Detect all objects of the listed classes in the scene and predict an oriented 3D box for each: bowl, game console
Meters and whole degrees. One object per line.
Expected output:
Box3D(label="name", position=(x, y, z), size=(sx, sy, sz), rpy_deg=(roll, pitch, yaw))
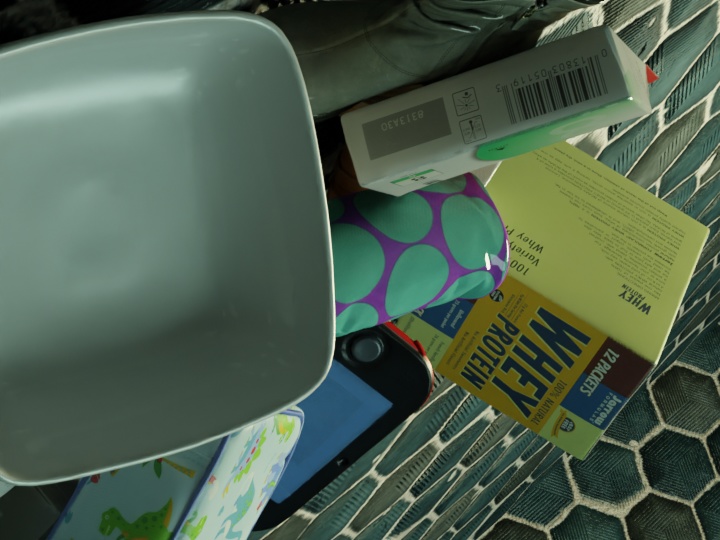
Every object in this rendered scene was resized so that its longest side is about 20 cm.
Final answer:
Box3D(label="bowl", position=(-0.115, -0.017, 0.737), size=(0.198, 0.074, 0.202), rpy_deg=(-15, 105, -30))
Box3D(label="game console", position=(-0.068, 0.081, 1.050), size=(0.200, 0.176, 0.031), rpy_deg=(-42, -150, 21))

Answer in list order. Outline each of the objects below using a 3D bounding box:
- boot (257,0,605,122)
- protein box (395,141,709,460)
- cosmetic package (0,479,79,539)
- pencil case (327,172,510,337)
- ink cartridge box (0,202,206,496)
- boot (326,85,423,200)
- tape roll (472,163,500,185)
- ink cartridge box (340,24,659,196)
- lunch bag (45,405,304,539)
Box3D(label="boot", position=(0.024, -0.138, 0.835), size=(0.198, 0.068, 0.131), rpy_deg=(-11, 170, -21))
Box3D(label="protein box", position=(0.163, 0.012, 1.336), size=(0.200, 0.197, 0.135), rpy_deg=(-56, 176, -48))
Box3D(label="cosmetic package", position=(-0.211, 0.155, 1.008), size=(0.090, 0.107, 0.200), rpy_deg=(-47, 165, 3))
Box3D(label="pencil case", position=(0.000, 0.000, 0.960), size=(0.199, 0.085, 0.093), rpy_deg=(-18, 129, -37))
Box3D(label="ink cartridge box", position=(-0.179, 0.033, 0.838), size=(0.200, 0.084, 0.145), rpy_deg=(-40, 163, -22))
Box3D(label="boot", position=(0.008, -0.081, 1.057), size=(0.155, 0.074, 0.199), rpy_deg=(-52, 161, 27))
Box3D(label="tape roll", position=(0.050, -0.034, 1.195), size=(0.204, 0.037, 0.203), rpy_deg=(-55, -179, 2))
Box3D(label="ink cartridge box", position=(0.095, -0.085, 0.929), size=(0.159, 0.051, 0.200), rpy_deg=(-18, 171, 18))
Box3D(label="lunch bag", position=(-0.117, 0.153, 0.938), size=(0.201, 0.082, 0.161), rpy_deg=(-62, 163, 0))
